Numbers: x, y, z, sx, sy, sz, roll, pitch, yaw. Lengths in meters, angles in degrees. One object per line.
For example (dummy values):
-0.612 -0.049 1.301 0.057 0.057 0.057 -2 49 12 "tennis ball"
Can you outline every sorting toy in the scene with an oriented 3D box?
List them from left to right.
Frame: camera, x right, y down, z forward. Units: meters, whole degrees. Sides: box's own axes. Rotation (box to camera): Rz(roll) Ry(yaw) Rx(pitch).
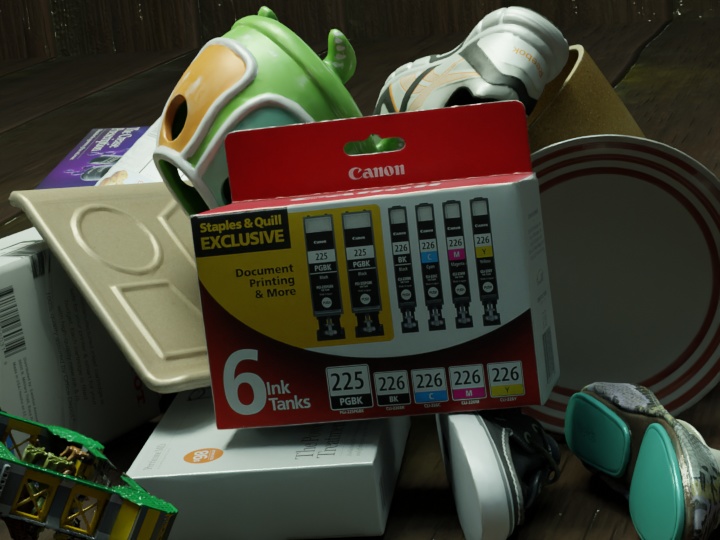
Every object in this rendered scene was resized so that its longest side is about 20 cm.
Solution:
-0.119 0.010 1.263 0.185 0.037 0.200 -7 45 -48 "sorting toy"

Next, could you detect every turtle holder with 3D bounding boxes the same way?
-0.059 -0.073 1.251 0.132 0.186 0.141 -40 54 -18 "turtle holder"

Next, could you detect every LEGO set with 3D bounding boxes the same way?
-0.200 0.150 1.044 0.153 0.116 0.200 21 1 -35 "LEGO set"

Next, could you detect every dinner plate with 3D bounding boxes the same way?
0.153 0.010 1.194 0.199 0.201 0.024 -5 17 2 "dinner plate"

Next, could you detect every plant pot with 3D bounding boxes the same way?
0.150 -0.018 1.285 0.186 0.200 0.186 -44 9 8 "plant pot"

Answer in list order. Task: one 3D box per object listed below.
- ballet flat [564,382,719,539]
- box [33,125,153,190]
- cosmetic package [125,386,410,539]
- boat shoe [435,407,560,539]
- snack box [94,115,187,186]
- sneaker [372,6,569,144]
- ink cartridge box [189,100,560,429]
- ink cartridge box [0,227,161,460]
0.177 0.110 1.071 0.072 0.072 0.200 -8 16 -9 "ballet flat"
-0.183 -0.065 1.603 0.141 0.079 0.200 0 19 6 "box"
-0.052 0.112 1.182 0.150 0.052 0.200 -6 14 7 "cosmetic package"
0.085 0.111 1.113 0.066 0.070 0.200 -8 7 -2 "boat shoe"
-0.184 -0.041 1.459 0.072 0.024 0.200 23 57 26 "snack box"
0.054 -0.101 1.231 0.200 0.074 0.080 -37 20 56 "sneaker"
0.007 -0.004 1.120 0.199 0.176 0.084 -6 6 14 "ink cartridge box"
-0.235 0.059 1.262 0.084 0.147 0.200 -2 13 32 "ink cartridge box"
